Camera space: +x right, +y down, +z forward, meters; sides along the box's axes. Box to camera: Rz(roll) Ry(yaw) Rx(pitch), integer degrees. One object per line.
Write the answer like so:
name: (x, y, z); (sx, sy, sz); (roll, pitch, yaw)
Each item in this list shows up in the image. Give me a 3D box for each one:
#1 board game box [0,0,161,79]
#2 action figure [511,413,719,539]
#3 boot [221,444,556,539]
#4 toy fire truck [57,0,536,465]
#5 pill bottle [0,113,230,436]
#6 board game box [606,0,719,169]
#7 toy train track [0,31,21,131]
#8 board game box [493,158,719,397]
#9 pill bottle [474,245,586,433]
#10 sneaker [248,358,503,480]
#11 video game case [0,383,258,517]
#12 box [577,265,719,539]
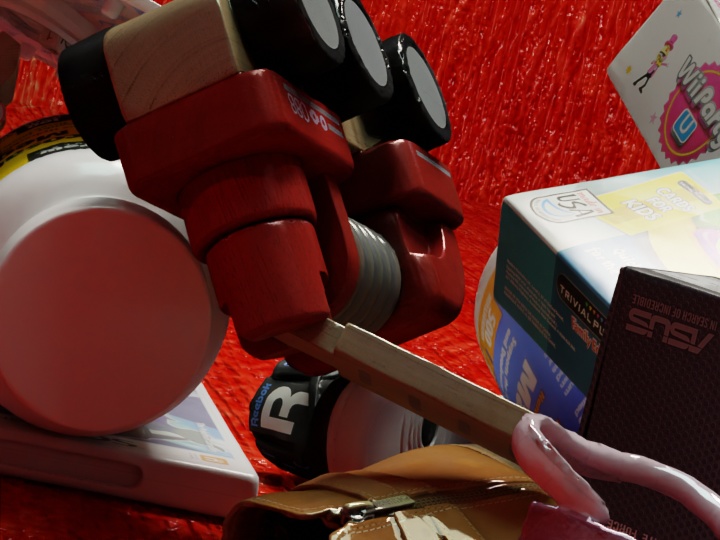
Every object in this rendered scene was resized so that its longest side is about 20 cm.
board game box: (-0.137, -0.102, 1.214); (0.199, 0.026, 0.200); (28, -9, 5)
action figure: (0.118, 0.119, 0.681); (0.133, 0.150, 0.200); (16, -10, -28)
boot: (0.063, 0.110, 0.951); (0.155, 0.077, 0.200); (-3, 26, -43)
toy fire truck: (0.000, 0.000, 1.030); (0.128, 0.201, 0.176); (-22, -19, 15)
pill bottle: (-0.110, 0.002, 1.145); (0.112, 0.113, 0.200); (12, 7, -11)
board game box: (0.217, -0.031, 1.237); (0.199, 0.064, 0.148); (26, 25, -31)
toy train track: (-0.196, -0.018, 1.142); (0.032, 0.200, 0.115); (37, -27, 10)
board game box: (0.171, 0.010, 1.046); (0.199, 0.047, 0.151); (-11, 34, -23)
pill bottle: (0.124, 0.061, 1.138); (0.111, 0.113, 0.200); (10, 29, -23)
sneaker: (-0.008, 0.070, 1.195); (0.111, 0.074, 0.200); (12, -3, 23)
video game case: (-0.143, 0.057, 1.204); (0.181, 0.023, 0.200); (12, 6, -12)
box: (0.138, 0.098, 0.795); (0.051, 0.159, 0.199); (6, 10, -42)
